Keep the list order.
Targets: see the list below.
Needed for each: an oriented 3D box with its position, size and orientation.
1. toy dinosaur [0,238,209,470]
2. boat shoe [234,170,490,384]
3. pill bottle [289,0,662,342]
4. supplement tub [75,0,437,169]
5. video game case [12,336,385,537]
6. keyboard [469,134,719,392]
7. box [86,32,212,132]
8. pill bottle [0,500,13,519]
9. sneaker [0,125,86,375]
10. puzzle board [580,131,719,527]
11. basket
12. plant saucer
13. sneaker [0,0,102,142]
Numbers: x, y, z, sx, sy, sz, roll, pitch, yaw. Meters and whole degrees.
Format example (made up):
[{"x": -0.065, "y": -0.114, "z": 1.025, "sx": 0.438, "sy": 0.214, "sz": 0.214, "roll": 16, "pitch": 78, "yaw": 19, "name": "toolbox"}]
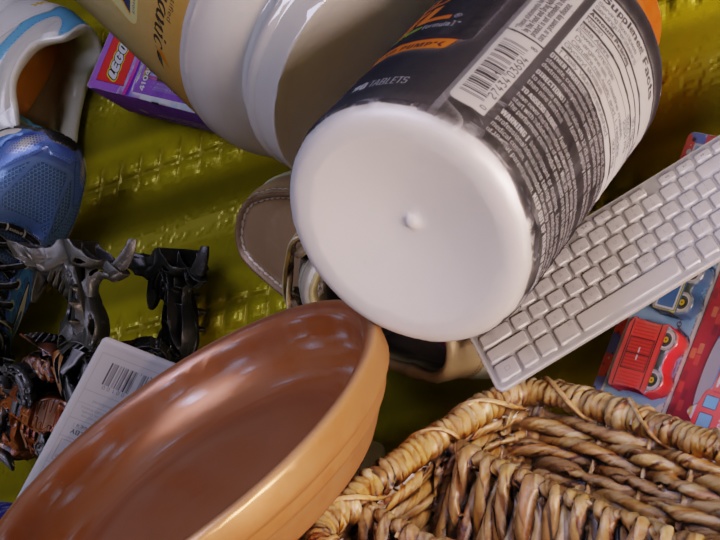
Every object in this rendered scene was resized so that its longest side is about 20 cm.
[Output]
[{"x": -0.117, "y": 0.055, "z": 1.075, "sx": 0.199, "sy": 0.102, "sz": 0.137, "roll": -1, "pitch": 85, "yaw": 25, "name": "toy dinosaur"}, {"x": 0.000, "y": 0.000, "z": 0.971, "sx": 0.199, "sy": 0.066, "sz": 0.075, "roll": 19, "pitch": 116, "yaw": 47, "name": "boat shoe"}, {"x": 0.060, "y": -0.065, "z": 0.884, "sx": 0.106, "sy": 0.107, "sz": 0.200, "roll": -17, "pitch": 20, "yaw": 37, "name": "pill bottle"}, {"x": -0.047, "y": -0.143, "z": 1.004, "sx": 0.200, "sy": 0.144, "sz": 0.145, "roll": 43, "pitch": 100, "yaw": 37, "name": "supplement tub"}, {"x": -0.090, "y": 0.135, "z": 0.933, "sx": 0.142, "sy": 0.018, "sz": 0.201, "roll": 21, "pitch": 57, "yaw": 7, "name": "video game case"}, {"x": 0.131, "y": -0.020, "z": 0.867, "sx": 0.199, "sy": 0.011, "sz": 0.056, "roll": -32, "pitch": 40, "yaw": 5, "name": "keyboard"}, {"x": -0.057, "y": -0.172, "z": 1.148, "sx": 0.136, "sy": 0.039, "sz": 0.201, "roll": 17, "pitch": 82, "yaw": 46, "name": "box"}, {"x": -0.185, "y": 0.171, "z": 1.037, "sx": 0.199, "sy": 0.119, "sz": 0.121, "roll": 1, "pitch": 70, "yaw": 44, "name": "pill bottle"}, {"x": -0.203, "y": 0.016, "z": 1.159, "sx": 0.201, "sy": 0.078, "sz": 0.089, "roll": -60, "pitch": 30, "yaw": 14, "name": "sneaker"}, {"x": 0.154, "y": 0.046, "z": 0.853, "sx": 0.150, "sy": 0.017, "sz": 0.201, "roll": 14, "pitch": 81, "yaw": 47, "name": "puzzle board"}, {"x": 0.070, "y": 0.122, "z": 0.783, "sx": 0.199, "sy": 0.142, "sz": 0.150, "roll": 19, "pitch": 98, "yaw": 47, "name": "basket"}, {"x": -0.069, "y": 0.087, "z": 0.866, "sx": 0.199, "sy": 0.038, "sz": 0.200, "roll": -32, "pitch": 17, "yaw": 11, "name": "plant saucer"}, {"x": -0.214, "y": -0.061, "z": 1.218, "sx": 0.081, "sy": 0.076, "sz": 0.201, "roll": 19, "pitch": 85, "yaw": 45, "name": "sneaker"}]
